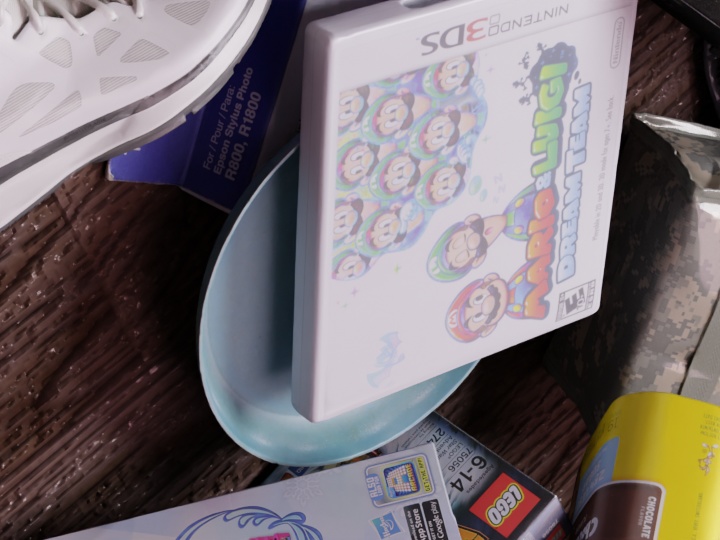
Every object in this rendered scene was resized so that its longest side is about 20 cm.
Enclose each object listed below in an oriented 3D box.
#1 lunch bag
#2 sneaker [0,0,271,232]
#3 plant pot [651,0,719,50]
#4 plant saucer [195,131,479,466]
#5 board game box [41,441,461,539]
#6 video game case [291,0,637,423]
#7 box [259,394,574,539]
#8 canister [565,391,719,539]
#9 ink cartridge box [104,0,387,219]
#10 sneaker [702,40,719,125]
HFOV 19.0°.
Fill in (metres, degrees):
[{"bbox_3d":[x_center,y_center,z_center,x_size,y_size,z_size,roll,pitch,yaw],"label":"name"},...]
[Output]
[{"bbox_3d":[0.225,0.021,1.179,0.200,0.118,0.164,9,115,-21],"label":"lunch bag"},{"bbox_3d":[-0.127,-0.101,0.859,0.200,0.076,0.115,-39,136,-15],"label":"sneaker"},{"bbox_3d":[0.234,-0.173,1.031,0.200,0.200,0.178,34,97,-7],"label":"plant pot"},{"bbox_3d":[0.000,0.000,1.020,0.200,0.027,0.200,-23,130,-31],"label":"plant saucer"},{"bbox_3d":[-0.037,0.199,0.985,0.199,0.200,0.043,-13,163,-6],"label":"board game box"},{"bbox_3d":[0.049,-0.041,1.000,0.182,0.024,0.200,-20,128,-32],"label":"video game case"},{"bbox_3d":[-0.010,0.158,1.069,0.200,0.137,0.040,-47,143,-13],"label":"box"},{"bbox_3d":[0.135,0.178,1.068,0.149,0.086,0.200,103,2,-60],"label":"canister"},{"bbox_3d":[-0.005,-0.118,0.992,0.200,0.043,0.197,1,112,-45],"label":"ink cartridge box"},{"bbox_3d":[0.240,-0.105,1.227,0.083,0.072,0.200,-54,145,-47],"label":"sneaker"}]
